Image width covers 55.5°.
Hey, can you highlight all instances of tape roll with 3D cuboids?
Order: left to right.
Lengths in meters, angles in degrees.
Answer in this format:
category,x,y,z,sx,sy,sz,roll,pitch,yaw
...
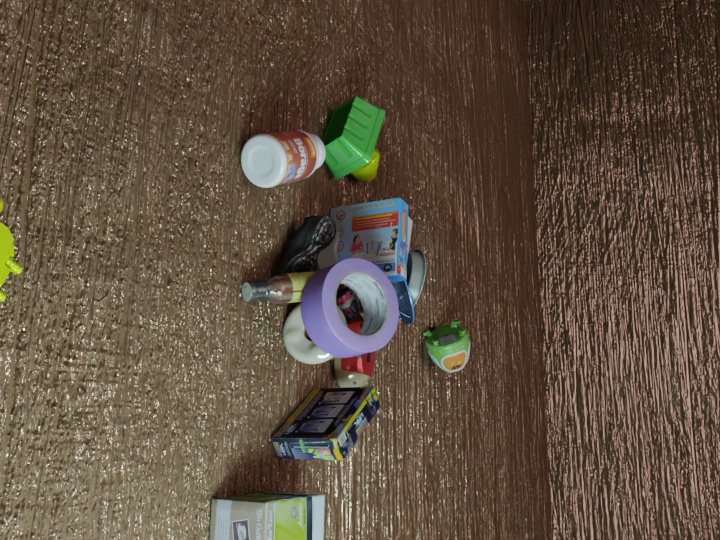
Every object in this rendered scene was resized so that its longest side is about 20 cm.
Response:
category,x,y,z,sx,sy,sz,roll,pitch,yaw
tape roll,-0.021,0.079,1.442,0.200,0.085,0.200,13,68,-34

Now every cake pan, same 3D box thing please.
category,x,y,z,sx,sy,sz,roll,pitch,yaw
cake pan,0.118,0.033,1.891,0.037,0.200,0.201,18,63,-18

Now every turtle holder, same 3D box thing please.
category,x,y,z,sx,sy,sz,roll,pitch,yaw
turtle holder,0.270,0.242,2.172,0.141,0.185,0.132,-27,110,-26

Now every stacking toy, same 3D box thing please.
category,x,y,z,sx,sy,sz,roll,pitch,yaw
stacking toy,-0.081,0.158,1.569,0.200,0.146,0.146,54,38,-67

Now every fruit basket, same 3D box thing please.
category,x,y,z,sx,sy,sz,roll,pitch,yaw
fruit basket,0.000,-0.317,1.786,0.215,0.155,0.216,21,59,-40

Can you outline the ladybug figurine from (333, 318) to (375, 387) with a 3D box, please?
category,x,y,z,sx,sy,sz,roll,pitch,yaw
ladybug figurine,-0.010,0.206,1.714,0.136,0.072,0.200,28,60,-56

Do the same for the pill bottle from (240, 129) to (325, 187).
category,x,y,z,sx,sy,sz,roll,pitch,yaw
pill bottle,-0.161,-0.249,1.495,0.200,0.112,0.112,-30,110,-59

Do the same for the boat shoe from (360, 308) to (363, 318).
category,x,y,z,sx,sy,sz,roll,pitch,yaw
boat shoe,0.049,0.121,1.789,0.075,0.068,0.200,48,0,17

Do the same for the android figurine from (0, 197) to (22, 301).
category,x,y,z,sx,sy,sz,roll,pitch,yaw
android figurine,-0.524,-0.037,0.870,0.200,0.041,0.182,53,41,-40

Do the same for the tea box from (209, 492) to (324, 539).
category,x,y,z,sx,sy,sz,roll,pitch,yaw
tea box,-0.174,0.527,1.286,0.197,0.133,0.200,25,62,-58

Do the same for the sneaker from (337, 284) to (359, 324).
category,x,y,z,sx,sy,sz,roll,pitch,yaw
sneaker,-0.043,0.079,1.616,0.075,0.081,0.200,64,2,-7

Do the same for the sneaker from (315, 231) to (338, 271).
category,x,y,z,sx,sy,sz,roll,pitch,yaw
sneaker,-0.093,-0.025,1.627,0.200,0.075,0.105,-99,-160,-45

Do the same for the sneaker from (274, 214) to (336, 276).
category,x,y,z,sx,sy,sz,roll,pitch,yaw
sneaker,-0.135,-0.042,1.540,0.200,0.091,0.076,-55,132,-20

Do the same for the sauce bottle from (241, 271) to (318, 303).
category,x,y,z,sx,sy,sz,roll,pitch,yaw
sauce bottle,-0.154,0.036,1.447,0.200,0.066,0.066,-1,85,-39

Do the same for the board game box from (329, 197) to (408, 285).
category,x,y,z,sx,sy,sz,roll,pitch,yaw
board game box,0.017,-0.067,1.688,0.056,0.200,0.196,29,60,-57

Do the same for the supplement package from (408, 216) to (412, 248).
category,x,y,z,sx,sy,sz,roll,pitch,yaw
supplement package,0.060,-0.067,1.855,0.110,0.114,0.200,43,50,-50

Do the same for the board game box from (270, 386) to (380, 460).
category,x,y,z,sx,sy,sz,roll,pitch,yaw
board game box,-0.072,0.328,1.478,0.200,0.165,0.057,-43,120,-56

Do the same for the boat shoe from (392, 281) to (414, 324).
category,x,y,z,sx,sy,sz,roll,pitch,yaw
boat shoe,0.086,0.053,1.760,0.084,0.069,0.200,-126,-163,-67
